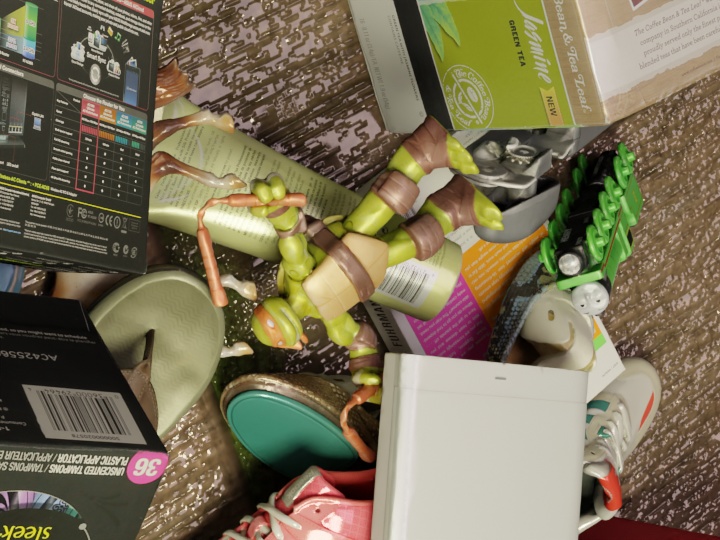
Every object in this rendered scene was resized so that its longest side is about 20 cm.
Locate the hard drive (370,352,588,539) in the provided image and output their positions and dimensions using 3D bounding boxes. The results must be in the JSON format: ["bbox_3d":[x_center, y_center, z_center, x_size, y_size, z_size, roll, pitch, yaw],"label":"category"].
[{"bbox_3d":[0.064,0.150,1.030,0.132,0.026,0.200,7,85,-33],"label":"hard drive"}]

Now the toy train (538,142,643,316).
[{"bbox_3d":[0.150,-0.027,1.175,0.200,0.042,0.056,-58,128,-64],"label":"toy train"}]

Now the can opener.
[{"bbox_3d":[0.116,-0.075,1.167,0.200,0.053,0.067,-36,137,-54],"label":"can opener"}]

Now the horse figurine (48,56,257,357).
[{"bbox_3d":[-0.125,-0.015,1.002,0.133,0.050,0.200,-7,106,-14],"label":"horse figurine"}]

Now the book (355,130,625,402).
[{"bbox_3d":[0.072,0.018,1.171,0.134,0.048,0.200,-39,112,-29],"label":"book"}]

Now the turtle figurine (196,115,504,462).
[{"bbox_3d":[0.000,0.000,1.024,0.161,0.064,0.200,-38,122,-10],"label":"turtle figurine"}]

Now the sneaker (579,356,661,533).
[{"bbox_3d":[0.149,0.128,1.203,0.200,0.093,0.070,-37,113,-31],"label":"sneaker"}]

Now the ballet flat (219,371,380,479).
[{"bbox_3d":[-0.008,0.103,1.111,0.200,0.071,0.065,43,39,-33],"label":"ballet flat"}]

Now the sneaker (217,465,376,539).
[{"bbox_3d":[-0.042,0.150,1.040,0.200,0.074,0.087,-16,120,-17],"label":"sneaker"}]

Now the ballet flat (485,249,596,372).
[{"bbox_3d":[0.107,0.070,1.118,0.074,0.074,0.200,39,62,-32],"label":"ballet flat"}]

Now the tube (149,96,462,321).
[{"bbox_3d":[-0.038,-0.032,1.067,0.200,0.052,0.058,23,40,-18],"label":"tube"}]

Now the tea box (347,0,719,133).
[{"bbox_3d":[0.129,-0.176,1.113,0.200,0.197,0.134,-27,107,-33],"label":"tea box"}]

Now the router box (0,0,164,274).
[{"bbox_3d":[-0.170,-0.082,0.872,0.200,0.062,0.150,15,78,-65],"label":"router box"}]

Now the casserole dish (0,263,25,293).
[{"bbox_3d":[-0.241,0.028,0.932,0.121,0.039,0.200,42,66,-31],"label":"casserole dish"}]

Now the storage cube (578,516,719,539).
[{"bbox_3d":[0.170,0.272,1.170,0.200,0.180,0.171,-24,106,-34],"label":"storage cube"}]

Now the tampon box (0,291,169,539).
[{"bbox_3d":[-0.204,0.121,0.852,0.150,0.126,0.200,7,118,-33],"label":"tampon box"}]

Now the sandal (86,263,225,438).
[{"bbox_3d":[-0.138,0.087,0.968,0.080,0.057,0.201,39,88,-27],"label":"sandal"}]
